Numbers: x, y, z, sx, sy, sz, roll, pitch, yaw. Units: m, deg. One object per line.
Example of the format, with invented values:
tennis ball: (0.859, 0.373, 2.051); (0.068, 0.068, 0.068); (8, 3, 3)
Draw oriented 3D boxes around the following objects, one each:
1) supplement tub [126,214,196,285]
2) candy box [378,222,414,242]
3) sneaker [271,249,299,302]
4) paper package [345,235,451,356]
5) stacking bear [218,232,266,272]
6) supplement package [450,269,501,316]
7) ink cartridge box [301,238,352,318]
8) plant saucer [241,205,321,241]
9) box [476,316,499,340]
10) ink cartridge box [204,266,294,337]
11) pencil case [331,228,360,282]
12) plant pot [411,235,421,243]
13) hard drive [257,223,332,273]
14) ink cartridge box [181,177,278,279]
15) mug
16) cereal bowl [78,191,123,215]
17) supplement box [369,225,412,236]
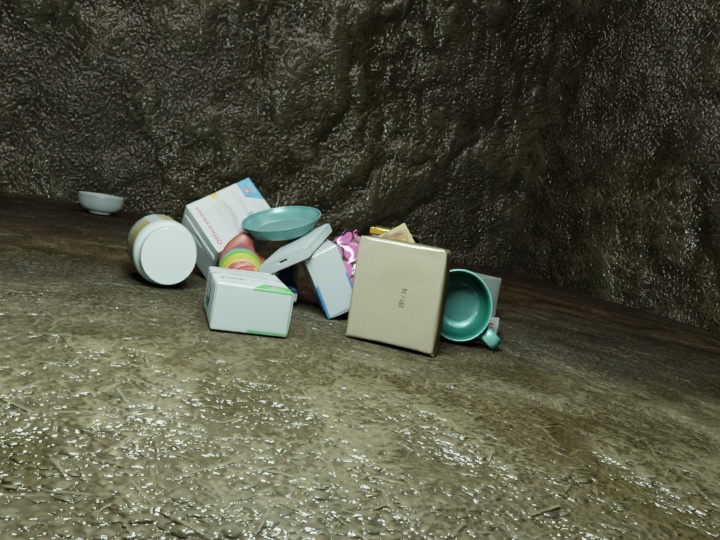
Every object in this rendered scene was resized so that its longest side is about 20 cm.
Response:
supplement tub: (-0.457, -0.048, 1.470); (0.141, 0.149, 0.199); (7, 7, -27)
candy box: (0.107, -0.003, 1.635); (0.113, 0.204, 0.055); (-26, -7, -20)
sneaker: (-0.189, 0.008, 1.562); (0.078, 0.119, 0.199); (7, 6, -9)
paper package: (0.078, 0.045, 1.271); (0.185, 0.207, 0.103); (10, 5, 13)
stacking bear: (-0.269, 0.010, 1.458); (0.112, 0.123, 0.200); (-31, 22, -2)
supplement package: (0.313, 0.067, 1.881); (0.115, 0.121, 0.197); (15, 8, 40)
ink cartridge box: (-0.079, 0.012, 1.492); (0.084, 0.150, 0.200); (-23, 11, -8)
plant saucer: (-0.190, -0.111, 1.550); (0.193, 0.037, 0.201); (-5, 22, 2)
box: (0.243, 0.126, 1.583); (0.194, 0.043, 0.156); (11, 7, 13)
ink cartridge box: (-0.217, 0.055, 1.213); (0.142, 0.087, 0.200); (8, 6, -18)
pencil case: (0.000, 0.000, 1.599); (0.092, 0.203, 0.091); (-27, -14, -17)
plant pot: (0.058, -0.001, 1.798); (0.192, 0.207, 0.199); (4, 3, 24)
hard drive: (-0.146, -0.049, 1.461); (0.129, 0.027, 0.200); (-23, 12, 18)
ink cartridge box: (-0.342, -0.109, 1.646); (0.198, 0.148, 0.146); (-31, -11, -36)
mug: (0.224, 0.093, 1.437); (0.147, 0.191, 0.114); (-13, -3, 6)
cereal bowl: (-1.182, -0.302, 2.902); (0.193, 0.086, 0.200); (10, 5, -1)
supplement box: (0.084, -0.031, 2.000); (0.128, 0.204, 0.200); (10, 6, 4)
